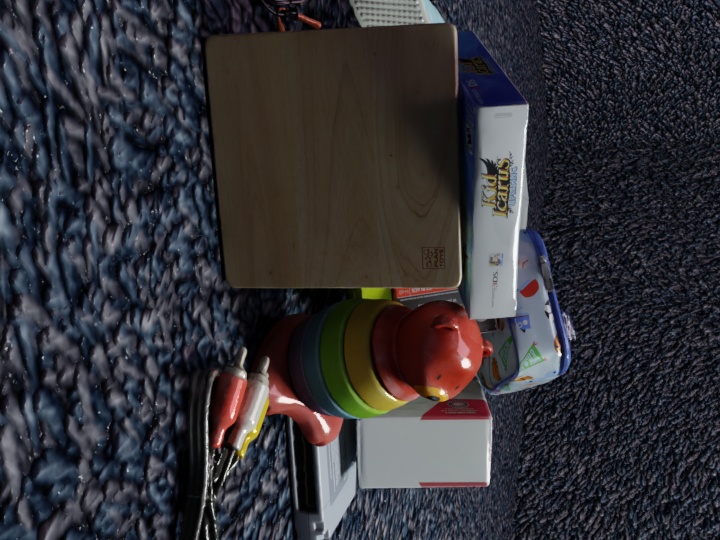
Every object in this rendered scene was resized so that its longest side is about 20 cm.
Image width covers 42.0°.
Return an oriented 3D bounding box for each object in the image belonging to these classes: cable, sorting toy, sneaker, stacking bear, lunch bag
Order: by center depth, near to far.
[{"bbox_3d":[-0.108,0.156,0.715,0.097,0.049,0.203,60,34,-63],"label":"cable"},{"bbox_3d":[-0.015,-0.093,0.765,0.070,0.195,0.204,-55,143,-71],"label":"sorting toy"},{"bbox_3d":[0.018,0.078,0.826,0.121,0.198,0.115,39,51,-38],"label":"stacking bear"},{"bbox_3d":[0.041,-0.262,0.963,0.201,0.073,0.082,57,16,-31],"label":"sneaker"},{"bbox_3d":[0.158,0.043,0.994,0.200,0.074,0.163,110,-31,-74],"label":"lunch bag"}]

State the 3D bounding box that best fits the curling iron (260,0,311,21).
[{"bbox_3d":[-0.012,-0.291,0.856,0.199,0.025,0.050,-37,134,-15],"label":"curling iron"}]

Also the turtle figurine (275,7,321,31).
[{"bbox_3d":[0.001,-0.159,0.864,0.064,0.198,0.163,-37,-148,53],"label":"turtle figurine"}]

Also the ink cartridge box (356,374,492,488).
[{"bbox_3d":[0.067,0.167,1.076,0.200,0.142,0.085,-88,177,-77],"label":"ink cartridge box"}]

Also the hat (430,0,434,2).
[{"bbox_3d":[0.023,-0.392,1.055,0.201,0.080,0.203,48,-31,42],"label":"hat"}]

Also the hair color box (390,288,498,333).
[{"bbox_3d":[0.072,0.043,1.000,0.200,0.100,0.062,157,-75,-82],"label":"hair color box"}]

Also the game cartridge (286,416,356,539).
[{"bbox_3d":[-0.038,0.167,0.988,0.133,0.040,0.204,-35,125,-66],"label":"game cartridge"}]

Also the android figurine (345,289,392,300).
[{"bbox_3d":[0.000,0.000,0.979,0.200,0.040,0.185,-111,-165,-69],"label":"android figurine"}]

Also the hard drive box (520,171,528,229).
[{"bbox_3d":[0.104,-0.057,1.167,0.077,0.196,0.158,72,24,-47],"label":"hard drive box"}]

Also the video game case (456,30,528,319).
[{"bbox_3d":[0.095,-0.088,0.808,0.201,0.045,0.184,-101,-173,-61],"label":"video game case"}]
